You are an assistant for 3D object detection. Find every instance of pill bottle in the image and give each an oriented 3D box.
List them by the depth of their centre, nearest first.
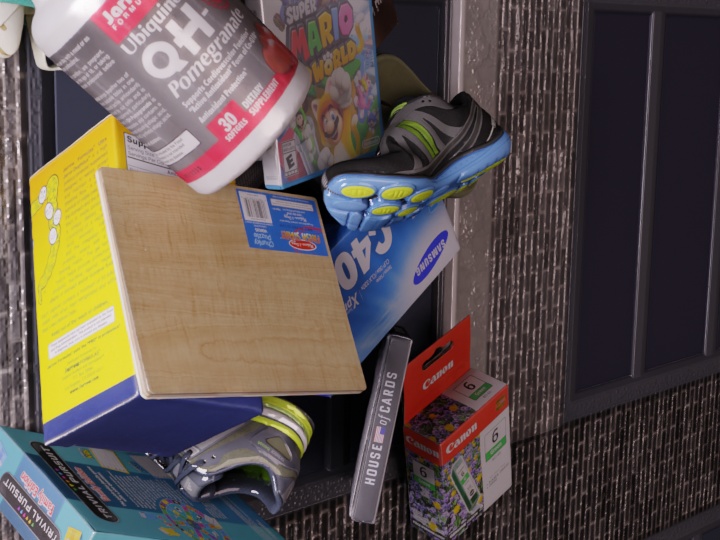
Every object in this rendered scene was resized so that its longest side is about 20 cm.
[{"bbox_3d":[-0.135,-0.152,0.811,0.200,0.110,0.111,43,67,-20],"label":"pill bottle"}]

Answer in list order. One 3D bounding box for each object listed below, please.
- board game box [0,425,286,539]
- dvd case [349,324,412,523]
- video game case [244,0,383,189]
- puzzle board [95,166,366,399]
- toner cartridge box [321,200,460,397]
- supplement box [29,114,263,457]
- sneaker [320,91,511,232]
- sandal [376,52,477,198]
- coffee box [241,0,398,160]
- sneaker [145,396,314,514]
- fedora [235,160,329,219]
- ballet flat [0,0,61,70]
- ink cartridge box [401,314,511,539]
[{"bbox_3d":[-0.159,0.182,0.937,0.199,0.151,0.047,20,98,-45],"label":"board game box"},{"bbox_3d":[0.017,0.124,1.105,0.200,0.025,0.152,-122,-137,-90],"label":"dvd case"},{"bbox_3d":[-0.033,-0.173,0.939,0.143,0.018,0.202,-26,115,-53],"label":"video game case"},{"bbox_3d":[-0.084,0.012,0.862,0.199,0.017,0.152,5,63,-49],"label":"puzzle board"},{"bbox_3d":[0.000,0.000,1.015,0.200,0.043,0.096,-47,127,-37],"label":"toner cartridge box"},{"bbox_3d":[-0.151,0.014,0.885,0.108,0.109,0.202,15,58,-44],"label":"supplement box"},{"bbox_3d":[0.035,-0.089,0.988,0.199,0.071,0.083,-27,80,-43],"label":"sneaker"},{"bbox_3d":[0.060,-0.132,1.165,0.201,0.057,0.080,33,75,-44],"label":"sandal"},{"bbox_3d":[-0.060,-0.187,0.988,0.200,0.079,0.114,-55,134,-39],"label":"coffee box"},{"bbox_3d":[-0.132,0.124,0.953,0.198,0.074,0.081,14,46,-10],"label":"sneaker"},{"bbox_3d":[-0.081,-0.004,1.023,0.176,0.090,0.202,28,71,-46],"label":"fedora"},{"bbox_3d":[-0.221,-0.173,0.863,0.199,0.067,0.071,3,88,-47],"label":"ballet flat"},{"bbox_3d":[0.094,0.155,1.237,0.109,0.050,0.201,-35,134,-36],"label":"ink cartridge box"}]
